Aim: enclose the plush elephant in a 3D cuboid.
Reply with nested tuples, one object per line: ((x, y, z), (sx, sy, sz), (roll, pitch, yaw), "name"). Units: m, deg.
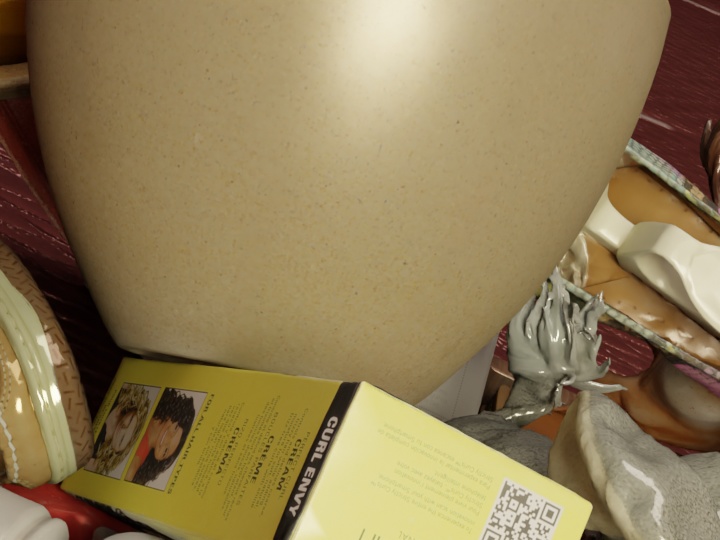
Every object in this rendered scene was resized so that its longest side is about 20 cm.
((0.076, 0.107, 0.668), (0.164, 0.202, 0.154), (20, -2, -35), "plush elephant")

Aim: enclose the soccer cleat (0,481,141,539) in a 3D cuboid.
((-0.071, 0.106, 0.736), (0.199, 0.069, 0.085), (16, 11, -34), "soccer cleat")

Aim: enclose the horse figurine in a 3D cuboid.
((0.128, 0.023, 0.842), (0.132, 0.200, 0.050), (41, 64, 11), "horse figurine")

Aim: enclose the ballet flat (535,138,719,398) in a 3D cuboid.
((0.095, -0.009, 0.745), (0.199, 0.069, 0.071), (33, -7, 12), "ballet flat")

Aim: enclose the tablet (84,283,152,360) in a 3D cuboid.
((-0.024, 0.045, 1.035), (0.199, 0.014, 0.130), (10, 24, -38), "tablet")

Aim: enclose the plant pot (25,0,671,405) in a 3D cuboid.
((-0.015, -0.032, 0.661), (0.198, 0.136, 0.200), (12, -6, 1), "plant pot")

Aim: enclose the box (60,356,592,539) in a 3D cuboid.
((-0.018, 0.063, 0.600), (0.075, 0.050, 0.200), (28, -11, -19), "box")

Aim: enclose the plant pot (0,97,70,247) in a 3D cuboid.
((-0.038, -0.086, 0.920), (0.201, 0.195, 0.201), (54, 5, -6), "plant pot")

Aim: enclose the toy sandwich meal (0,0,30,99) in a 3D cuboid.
((-0.127, -0.141, 0.813), (0.203, 0.071, 0.206), (-2, 43, 2), "toy sandwich meal")

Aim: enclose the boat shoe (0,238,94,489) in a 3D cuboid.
((-0.151, 0.020, 0.668), (0.076, 0.072, 0.200), (-19, 27, -27), "boat shoe")

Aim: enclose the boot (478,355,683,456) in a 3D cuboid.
((0.104, 0.112, 0.893), (0.154, 0.077, 0.200), (29, 11, 0), "boot")

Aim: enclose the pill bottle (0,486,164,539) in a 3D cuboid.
((-0.044, 0.141, 0.584), (0.199, 0.114, 0.114), (27, 18, 6), "pill bottle")

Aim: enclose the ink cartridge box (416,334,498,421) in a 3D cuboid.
((0.000, 0.000, 0.817), (0.103, 0.202, 0.059), (25, -18, -28), "ink cartridge box")
